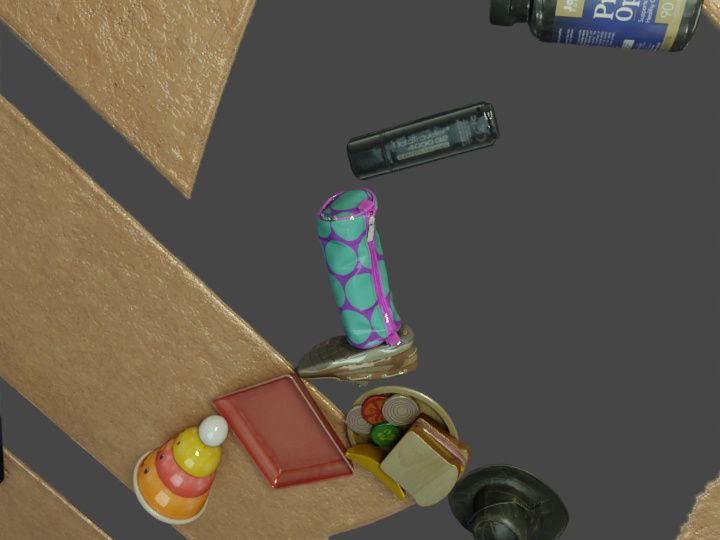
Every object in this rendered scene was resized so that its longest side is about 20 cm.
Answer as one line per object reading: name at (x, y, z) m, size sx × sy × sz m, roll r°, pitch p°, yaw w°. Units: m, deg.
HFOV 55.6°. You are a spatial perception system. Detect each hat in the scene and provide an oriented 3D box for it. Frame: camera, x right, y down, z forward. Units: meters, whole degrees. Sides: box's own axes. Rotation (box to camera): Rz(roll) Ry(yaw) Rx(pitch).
hat at (0.225, 0.393, 1.039) m, size 0.194 × 0.082 × 0.205 m, roll 7°, pitch 125°, yaw 10°

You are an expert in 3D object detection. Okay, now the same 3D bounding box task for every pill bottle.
pill bottle at (0.232, -0.284, 0.682) m, size 0.194 × 0.112 × 0.115 m, roll 9°, pitch 119°, yaw 14°

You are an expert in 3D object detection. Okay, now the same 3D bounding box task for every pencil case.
pencil case at (0.000, 0.000, 0.923) m, size 0.091 × 0.084 × 0.205 m, roll 13°, pitch 125°, yaw 45°

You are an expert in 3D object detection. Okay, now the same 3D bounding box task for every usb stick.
usb stick at (0.073, -0.159, 0.848) m, size 0.195 × 0.033 × 0.057 m, roll -11°, pitch 105°, yaw 24°

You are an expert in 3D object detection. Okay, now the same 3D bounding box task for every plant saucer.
plant saucer at (-0.123, 0.260, 1.115) m, size 0.196 × 0.037 × 0.203 m, roll -22°, pitch 108°, yaw 36°

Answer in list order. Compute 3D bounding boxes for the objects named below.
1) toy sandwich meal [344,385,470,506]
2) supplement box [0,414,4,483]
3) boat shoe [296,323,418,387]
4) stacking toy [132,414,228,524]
toy sandwich meal at (0.064, 0.272, 1.049) m, size 0.199 × 0.071 × 0.211 m, roll 8°, pitch 118°, yaw 15°
supplement box at (-0.848, 0.363, 1.373) m, size 0.195 × 0.135 × 0.204 m, roll 22°, pitch 121°, yaw 7°
boat shoe at (-0.005, 0.139, 1.004) m, size 0.195 × 0.076 × 0.073 m, roll -14°, pitch 114°, yaw 26°
stacking toy at (-0.284, 0.315, 1.163) m, size 0.145 × 0.147 × 0.201 m, roll 37°, pitch 112°, yaw -3°
